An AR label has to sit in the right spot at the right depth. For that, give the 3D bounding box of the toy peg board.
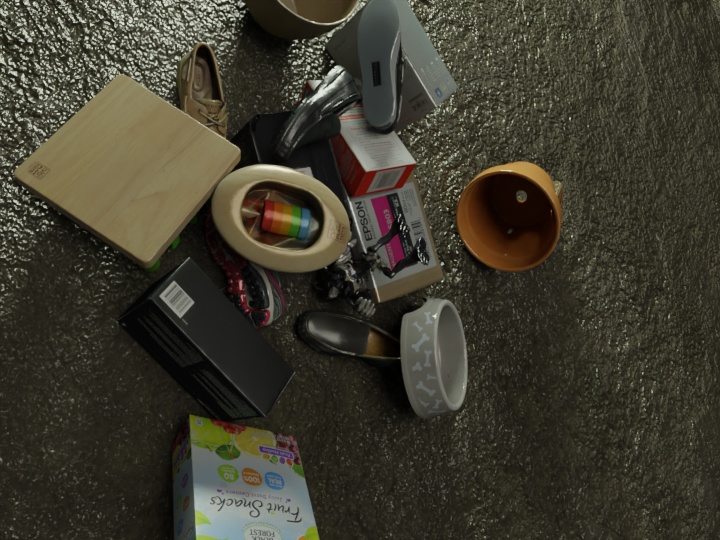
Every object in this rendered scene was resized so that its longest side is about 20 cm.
[{"bbox_3d":[-0.292,-0.114,0.777,0.196,0.098,0.202,31,61,3],"label":"toy peg board"}]

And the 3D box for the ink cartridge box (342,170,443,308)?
[{"bbox_3d":[0.041,-0.056,1.012,0.162,0.074,0.206,-18,91,-38],"label":"ink cartridge box"}]

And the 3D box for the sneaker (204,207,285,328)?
[{"bbox_3d":[-0.167,-0.019,0.864,0.074,0.079,0.206,-13,88,-64],"label":"sneaker"}]

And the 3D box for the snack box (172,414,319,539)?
[{"bbox_3d":[-0.145,0.290,0.739,0.165,0.068,0.202,21,26,-31],"label":"snack box"}]

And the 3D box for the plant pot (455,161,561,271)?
[{"bbox_3d":[0.297,-0.121,1.151,0.203,0.197,0.140,56,39,-11],"label":"plant pot"}]

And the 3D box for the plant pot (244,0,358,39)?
[{"bbox_3d":[-0.114,-0.456,0.950,0.196,0.133,0.207,9,74,-33],"label":"plant pot"}]

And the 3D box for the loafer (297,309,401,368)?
[{"bbox_3d":[-0.006,0.104,0.945,0.196,0.072,0.075,18,71,-31],"label":"loafer"}]

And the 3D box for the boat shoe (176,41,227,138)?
[{"bbox_3d":[-0.229,-0.226,0.861,0.070,0.064,0.206,-7,84,-35],"label":"boat shoe"}]

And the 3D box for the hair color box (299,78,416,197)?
[{"bbox_3d":[-0.008,-0.222,0.972,0.109,0.064,0.203,-14,64,-35],"label":"hair color box"}]

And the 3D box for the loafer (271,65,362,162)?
[{"bbox_3d":[-0.059,-0.222,0.866,0.070,0.068,0.202,41,56,-11],"label":"loafer"}]

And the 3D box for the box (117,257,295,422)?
[{"bbox_3d":[-0.200,0.098,0.764,0.201,0.140,0.079,50,49,-16],"label":"box"}]

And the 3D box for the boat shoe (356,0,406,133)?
[{"bbox_3d":[0.039,-0.320,0.933,0.068,0.071,0.206,4,80,-71],"label":"boat shoe"}]

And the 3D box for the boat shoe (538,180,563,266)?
[{"bbox_3d":[0.392,-0.100,1.279,0.067,0.071,0.203,39,66,-27],"label":"boat shoe"}]

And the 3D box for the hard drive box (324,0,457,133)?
[{"bbox_3d":[0.052,-0.356,1.034,0.077,0.154,0.202,-44,106,-33],"label":"hard drive box"}]

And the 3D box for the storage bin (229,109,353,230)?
[{"bbox_3d":[-0.107,-0.130,0.911,0.133,0.093,0.206,-16,88,-36],"label":"storage bin"}]

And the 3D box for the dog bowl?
[{"bbox_3d":[0.128,0.142,0.986,0.199,0.057,0.207,31,55,-59],"label":"dog bowl"}]

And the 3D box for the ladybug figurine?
[{"bbox_3d":[-0.106,-0.065,0.799,0.195,0.072,0.140,16,77,-20],"label":"ladybug figurine"}]

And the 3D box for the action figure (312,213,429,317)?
[{"bbox_3d":[0.000,0.000,0.889,0.120,0.198,0.102,54,24,-6],"label":"action figure"}]
